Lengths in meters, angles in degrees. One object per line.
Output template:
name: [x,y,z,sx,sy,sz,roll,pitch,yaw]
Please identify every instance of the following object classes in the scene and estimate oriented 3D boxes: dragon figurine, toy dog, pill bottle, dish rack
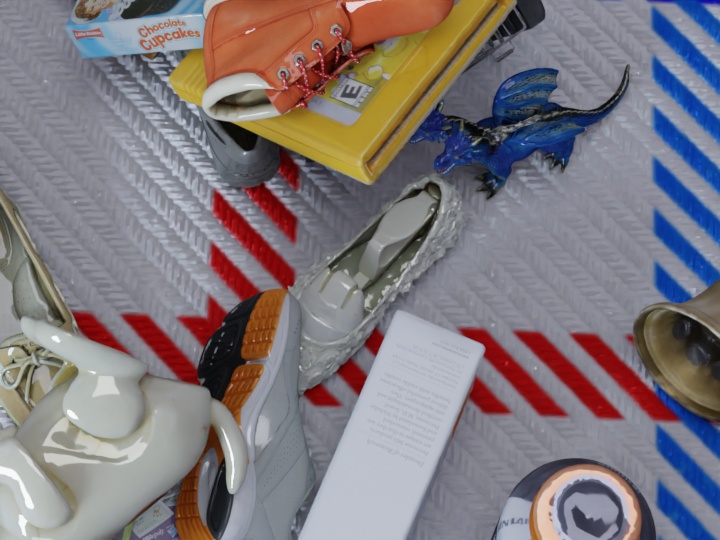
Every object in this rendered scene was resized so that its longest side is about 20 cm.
dragon figurine: [0.126,-0.109,1.800,0.199,0.100,0.059,-20,73,-11]
toy dog: [-0.191,0.150,1.644,0.193,0.139,0.201,25,86,-21]
pill bottle: [0.140,0.189,1.645,0.105,0.200,0.107,1,70,-2]
dish rack: [0.038,-0.147,1.788,0.199,0.153,0.055,-36,97,-12]

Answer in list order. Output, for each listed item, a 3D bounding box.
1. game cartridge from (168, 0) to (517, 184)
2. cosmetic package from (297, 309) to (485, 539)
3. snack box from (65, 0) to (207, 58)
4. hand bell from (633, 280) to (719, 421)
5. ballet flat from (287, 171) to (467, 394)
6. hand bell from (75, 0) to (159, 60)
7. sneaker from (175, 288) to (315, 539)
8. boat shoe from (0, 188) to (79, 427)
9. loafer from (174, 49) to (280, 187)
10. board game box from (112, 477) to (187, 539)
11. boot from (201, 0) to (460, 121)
game cartridge: [-0.015,-0.163,1.726,0.199,0.032,0.177,26,69,37]
cosmetic package: [0.016,0.141,1.708,0.071,0.102,0.201,23,72,5]
snack box: [-0.133,-0.241,1.812,0.115,0.037,0.201,-3,47,25]
hand bell: [0.298,0.007,1.783,0.104,0.104,0.200,40,61,11]
ballet flat: [0.000,0.000,1.776,0.072,0.072,0.200,39,74,11]
hand bell: [-0.229,-0.229,1.845,0.200,0.104,0.104,39,73,-1]
sneaker: [-0.068,0.114,1.729,0.092,0.075,0.201,27,68,-39]
boat shoe: [-0.244,0.030,1.754,0.073,0.063,0.202,-16,73,-8]
loafer: [-0.102,-0.161,1.824,0.069,0.070,0.201,-17,72,-8]
board game box: [-0.216,0.174,1.707,0.199,0.032,0.121,-27,96,-12]
boot: [-0.022,-0.155,1.663,0.199,0.075,0.108,-9,57,29]
